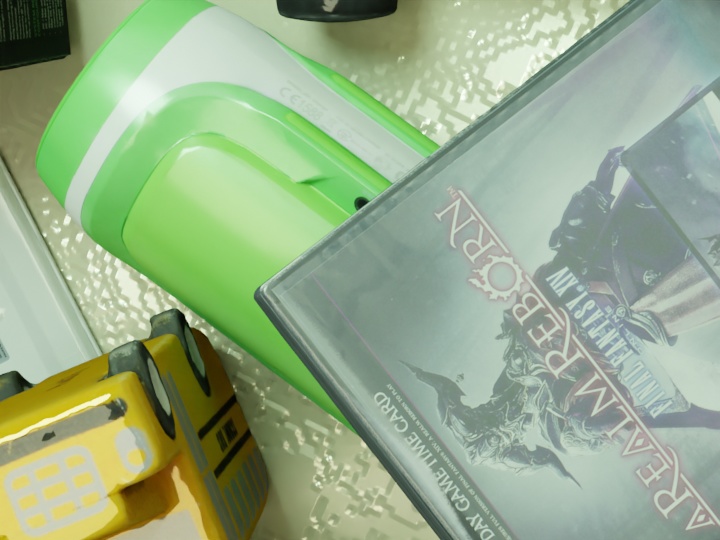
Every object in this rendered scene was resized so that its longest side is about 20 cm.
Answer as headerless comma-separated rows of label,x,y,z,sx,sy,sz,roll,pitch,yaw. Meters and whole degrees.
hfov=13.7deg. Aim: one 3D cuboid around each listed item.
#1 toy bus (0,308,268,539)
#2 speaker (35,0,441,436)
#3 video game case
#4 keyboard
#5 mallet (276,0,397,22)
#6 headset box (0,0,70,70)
toy bus,-0.073,0.061,0.888,0.065,0.200,0.078,-21,93,3
speaker,0.000,0.000,0.920,0.200,0.088,0.088,37,109,6
video game case,0.090,0.003,0.873,0.200,0.019,0.143,-38,89,-15
keyboard,-0.121,0.019,1.001,0.056,0.011,0.200,-26,93,25
mallet,0.056,-0.092,0.882,0.200,0.041,0.066,15,108,31
headset box,-0.206,-0.143,0.942,0.200,0.093,0.174,-2,97,17
